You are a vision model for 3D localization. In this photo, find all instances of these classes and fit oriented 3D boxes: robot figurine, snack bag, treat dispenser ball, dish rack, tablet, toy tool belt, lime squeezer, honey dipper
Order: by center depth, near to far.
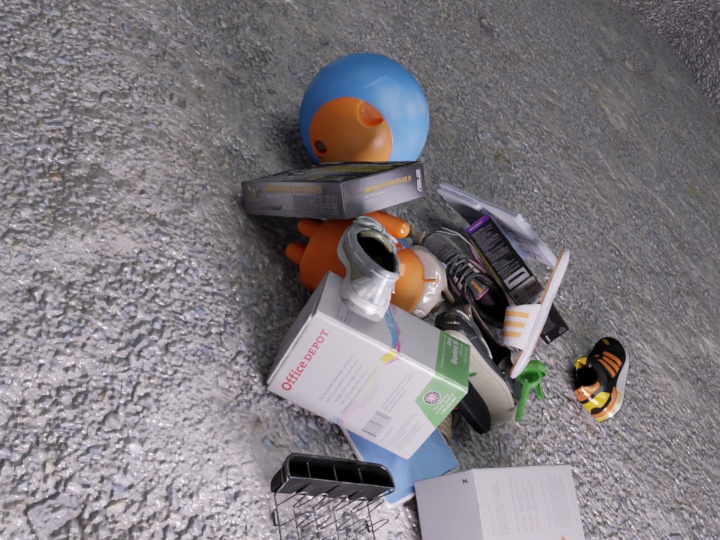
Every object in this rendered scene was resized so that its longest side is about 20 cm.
[{"bbox_3d":[-0.018,0.302,0.913,0.153,0.055,0.201,16,46,-36],"label":"dish rack"},{"bbox_3d":[0.030,0.188,1.088,0.130,0.014,0.200,-18,69,-37],"label":"tablet"},{"bbox_3d":[-0.001,0.002,1.137,0.199,0.117,0.144,29,61,18],"label":"robot figurine"},{"bbox_3d":[0.114,0.164,1.204,0.038,0.038,0.200,36,35,-16],"label":"honey dipper"},{"bbox_3d":[0.046,-0.013,1.246,0.200,0.125,0.123,39,13,16],"label":"toy tool belt"},{"bbox_3d":[0.251,0.171,1.283,0.038,0.071,0.200,20,9,18],"label":"lime squeezer"},{"bbox_3d":[0.006,-0.231,1.324,0.200,0.201,0.201,28,39,-26],"label":"treat dispenser ball"},{"bbox_3d":[0.237,-0.067,1.437,0.200,0.021,0.188,31,-7,48],"label":"snack bag"}]

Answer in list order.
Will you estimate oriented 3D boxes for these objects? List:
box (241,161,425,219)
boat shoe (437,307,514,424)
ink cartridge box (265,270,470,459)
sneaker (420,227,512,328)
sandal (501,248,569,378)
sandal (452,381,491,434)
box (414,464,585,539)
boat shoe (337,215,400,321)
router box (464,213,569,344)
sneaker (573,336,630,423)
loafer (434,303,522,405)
[{"bbox_3d":[-0.038,-0.111,1.156,0.158,0.199,0.049,-19,108,-42],"label":"box"},{"bbox_3d":[0.167,0.139,1.213,0.200,0.072,0.068,57,30,-29],"label":"boat shoe"},{"bbox_3d":[0.009,0.113,1.015,0.199,0.146,0.088,27,37,-10],"label":"ink cartridge box"},{"bbox_3d":[0.175,0.013,1.349,0.200,0.080,0.086,43,5,-6],"label":"sneaker"},{"bbox_3d":[0.247,0.057,1.263,0.059,0.207,0.079,22,-9,14],"label":"sandal"},{"bbox_3d":[0.113,0.154,1.147,0.200,0.045,0.075,54,29,-32],"label":"sandal"},{"bbox_3d":[0.175,0.309,1.052,0.199,0.097,0.125,10,65,-42],"label":"box"},{"bbox_3d":[0.016,-0.016,0.997,0.074,0.065,0.202,28,24,-10],"label":"boat shoe"},{"bbox_3d":[0.256,0.017,1.396,0.200,0.051,0.149,45,12,-49],"label":"router box"},{"bbox_3d":[0.410,0.166,1.487,0.090,0.070,0.200,42,37,-13],"label":"sneaker"},{"bbox_3d":[0.192,0.127,1.274,0.200,0.063,0.072,45,29,-23],"label":"loafer"}]
